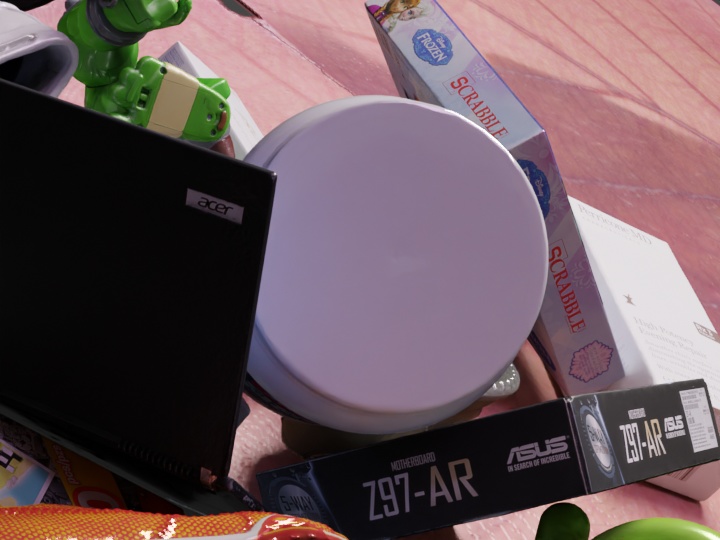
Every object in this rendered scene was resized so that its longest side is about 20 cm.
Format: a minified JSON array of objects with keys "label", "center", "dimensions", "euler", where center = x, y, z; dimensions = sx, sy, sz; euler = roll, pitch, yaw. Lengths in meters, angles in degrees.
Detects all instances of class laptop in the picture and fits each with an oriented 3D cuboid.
[{"label":"laptop","center":[-0.096,0.022,0.781],"dimensions":[0.177,0.104,0.200],"euler":[20,-15,25]}]

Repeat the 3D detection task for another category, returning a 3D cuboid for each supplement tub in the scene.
[{"label":"supplement tub","center":[0.000,0.000,0.853],"dimensions":[0.140,0.141,0.200],"euler":[34,-7,-5]}]

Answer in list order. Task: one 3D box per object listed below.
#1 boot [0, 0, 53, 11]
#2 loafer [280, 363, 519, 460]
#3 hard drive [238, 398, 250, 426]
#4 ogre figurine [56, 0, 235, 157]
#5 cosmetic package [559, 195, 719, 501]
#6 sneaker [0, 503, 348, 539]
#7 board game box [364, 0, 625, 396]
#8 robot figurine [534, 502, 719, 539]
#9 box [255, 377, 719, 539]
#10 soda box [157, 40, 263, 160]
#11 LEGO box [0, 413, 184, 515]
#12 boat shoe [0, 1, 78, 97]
[{"label":"boot","center":[-0.221,-0.130,0.967],"dimensions":[0.168,0.199,0.077],"euler":[-83,152,-62]},{"label":"loafer","center":[0.018,0.060,1.049],"dimensions":[0.200,0.070,0.075],"euler":[-6,60,-59]},{"label":"hard drive","center":[-0.142,-0.005,0.953],"dimensions":[0.132,0.026,0.200],"euler":[32,13,-42]},{"label":"ogre figurine","center":[-0.098,-0.064,0.984],"dimensions":[0.200,0.098,0.120],"euler":[47,-11,-32]},{"label":"cosmetic package","center":[0.177,0.048,1.266],"dimensions":[0.101,0.074,0.200],"euler":[22,31,-30]},{"label":"sneaker","center":[-0.074,0.107,0.682],"dimensions":[0.199,0.073,0.077],"euler":[14,8,-38]},{"label":"board game box","center":[0.082,-0.051,1.193],"dimensions":[0.200,0.041,0.200],"euler":[59,-6,50]},{"label":"robot figurine","center":[0.150,0.184,0.920],"dimensions":[0.175,0.116,0.200],"euler":[19,-10,24]},{"label":"box","center":[0.068,0.094,0.931],"dimensions":[0.200,0.160,0.044],"euler":[1,75,-62]},{"label":"soda box","center":[-0.070,-0.034,1.090],"dimensions":[0.068,0.064,0.200],"euler":[40,15,-53]},{"label":"LEGO box","center":[-0.155,0.139,0.706],"dimensions":[0.148,0.077,0.200],"euler":[29,27,-14]},{"label":"boat shoe","center":[-0.206,-0.055,0.880],"dimensions":[0.065,0.074,0.200],"euler":[19,55,29]}]
